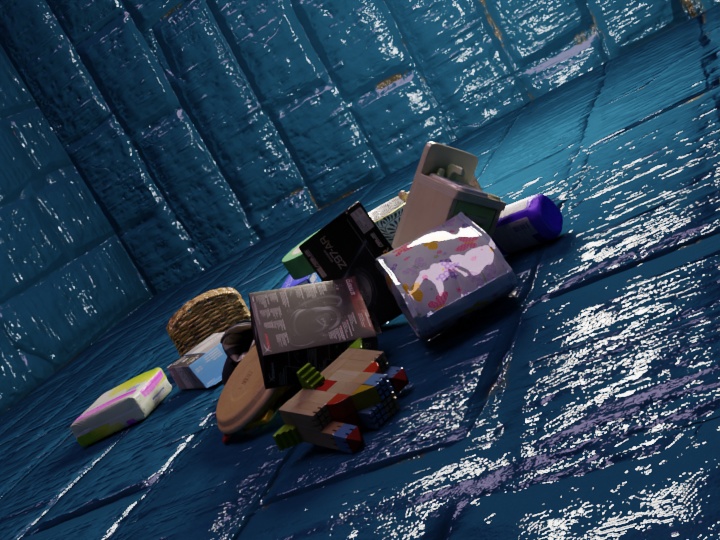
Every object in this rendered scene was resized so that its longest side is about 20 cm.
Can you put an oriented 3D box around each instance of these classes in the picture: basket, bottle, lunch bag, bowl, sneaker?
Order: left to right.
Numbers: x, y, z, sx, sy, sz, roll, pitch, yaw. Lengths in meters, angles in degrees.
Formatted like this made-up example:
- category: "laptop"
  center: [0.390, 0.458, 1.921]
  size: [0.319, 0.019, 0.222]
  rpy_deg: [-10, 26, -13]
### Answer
- category: "basket"
  center: [-0.372, 0.126, 2.224]
  size: [0.199, 0.144, 0.149]
  rpy_deg: [-31, 11, -7]
- category: "sneaker"
  center: [-0.225, 0.159, 1.680]
  size: [0.203, 0.077, 0.146]
  rpy_deg: [-50, -12, 24]
- category: "bowl"
  center: [0.074, -0.106, 2.220]
  size: [0.199, 0.095, 0.201]
  rpy_deg: [-28, 11, 6]
- category: "lunch bag"
  center: [0.134, 0.019, 1.389]
  size: [0.168, 0.128, 0.200]
  rpy_deg: [-29, 22, -3]
- category: "bottle"
  center: [0.254, -0.069, 1.590]
  size: [0.199, 0.083, 0.066]
  rpy_deg: [-22, 40, 42]

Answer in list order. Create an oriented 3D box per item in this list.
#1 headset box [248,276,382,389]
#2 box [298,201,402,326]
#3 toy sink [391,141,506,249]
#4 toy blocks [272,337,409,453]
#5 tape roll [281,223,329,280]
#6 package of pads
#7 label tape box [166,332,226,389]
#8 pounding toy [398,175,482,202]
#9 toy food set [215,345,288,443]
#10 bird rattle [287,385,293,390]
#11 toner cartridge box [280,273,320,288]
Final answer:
- category: "headset box"
  center: [-0.067, 0.094, 1.427]
  size: [0.198, 0.078, 0.149]
  rpy_deg: [-9, 40, -12]
- category: "box"
  center: [0.000, 0.000, 1.582]
  size: [0.043, 0.201, 0.160]
  rpy_deg: [-38, 4, -42]
- category: "toy sink"
  center: [0.159, -0.099, 1.541]
  size: [0.129, 0.202, 0.112]
  rpy_deg: [10, 14, -42]
- category: "toy blocks"
  center: [-0.010, 0.172, 1.223]
  size: [0.136, 0.101, 0.200]
  rpy_deg: [0, 31, 47]
- category: "tape roll"
  center: [-0.071, -0.055, 1.906]
  size: [0.199, 0.048, 0.201]
  rpy_deg: [-31, 11, 7]
- category: "package of pads"
  center: [-0.538, 0.305, 2.047]
  size: [0.199, 0.069, 0.155]
  rpy_deg: [-25, 12, 21]
- category: "label tape box"
  center: [-0.321, 0.194, 1.985]
  size: [0.143, 0.067, 0.199]
  rpy_deg: [-37, 11, -31]
- category: "pounding toy"
  center: [0.175, -0.116, 1.748]
  size: [0.141, 0.185, 0.200]
  rpy_deg: [-28, 11, 8]
- category: "toy food set"
  center: [-0.171, 0.191, 1.496]
  size: [0.199, 0.049, 0.199]
  rpy_deg: [-22, 35, 53]
- category: "bird rattle"
  center: [-0.104, 0.139, 1.584]
  size: [0.164, 0.113, 0.199]
  rpy_deg: [-53, 17, -24]
- category: "toner cartridge box"
  center: [-0.149, 0.030, 2.335]
  size: [0.094, 0.043, 0.200]
  rpy_deg: [-27, 11, 13]
